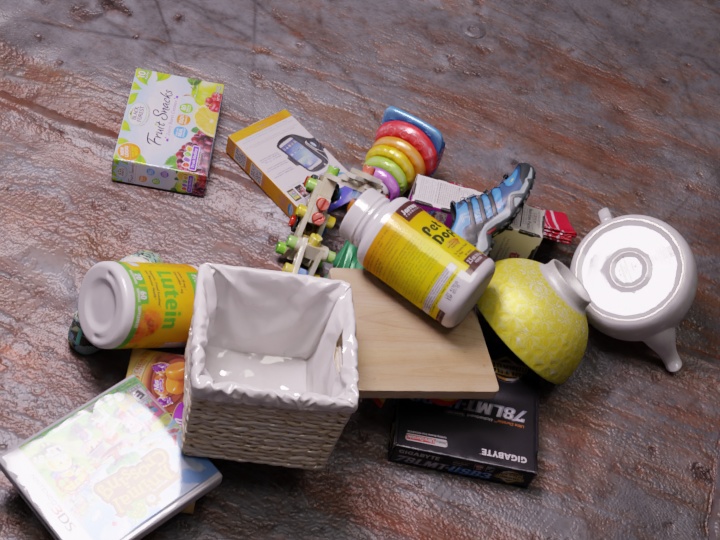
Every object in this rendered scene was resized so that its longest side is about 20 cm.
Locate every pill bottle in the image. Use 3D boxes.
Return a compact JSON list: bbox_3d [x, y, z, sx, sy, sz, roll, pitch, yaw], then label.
[{"bbox_3d":[0.072,-0.022,1.616,0.200,0.109,0.109,36,52,12],"label":"pill bottle"},{"bbox_3d":[-0.257,0.046,1.594,0.200,0.111,0.111,2,46,-47],"label":"pill bottle"}]

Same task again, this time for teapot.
[{"bbox_3d":[0.409,0.019,1.808,0.197,0.146,0.200,20,81,28],"label":"teapot"}]

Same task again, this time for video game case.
[{"bbox_3d":[-0.297,0.237,1.449,0.200,0.022,0.182,-32,65,-32],"label":"video game case"}]

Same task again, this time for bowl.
[{"bbox_3d":[0.256,0.048,1.698,0.200,0.108,0.200,40,19,-17],"label":"bowl"}]

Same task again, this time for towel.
[{"bbox_3d":[0.231,-0.093,1.881,0.199,0.023,0.145,16,16,-2],"label":"towel"}]

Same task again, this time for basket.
[{"bbox_3d":[-0.118,0.120,1.483,0.199,0.161,0.199,9,46,-14],"label":"basket"}]

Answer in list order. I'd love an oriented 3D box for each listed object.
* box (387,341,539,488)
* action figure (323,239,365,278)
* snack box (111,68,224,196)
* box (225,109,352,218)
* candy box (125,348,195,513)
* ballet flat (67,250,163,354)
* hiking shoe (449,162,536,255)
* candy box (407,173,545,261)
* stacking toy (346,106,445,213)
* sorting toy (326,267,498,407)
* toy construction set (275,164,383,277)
[{"bbox_3d":[0.143,0.184,1.664,0.199,0.050,0.199,12,49,-4],"label":"box"},{"bbox_3d":[0.000,0.000,1.767,0.118,0.055,0.200,15,54,-2],"label":"action figure"},{"bbox_3d":[-0.293,-0.214,1.864,0.142,0.053,0.200,9,50,-6],"label":"snack box"},{"bbox_3d":[-0.101,-0.155,1.878,0.119,0.042,0.200,-30,67,-32],"label":"box"},{"bbox_3d":[-0.251,0.200,1.539,0.116,0.057,0.200,10,49,-6],"label":"candy box"},{"bbox_3d":[-0.324,0.029,1.650,0.074,0.074,0.200,24,50,5],"label":"ballet flat"},{"bbox_3d":[0.171,-0.085,1.696,0.087,0.074,0.200,36,69,5],"label":"hiking shoe"},{"bbox_3d":[0.158,-0.054,1.801,0.199,0.137,0.061,17,51,-2],"label":"candy box"},{"bbox_3d":[0.037,-0.144,1.859,0.110,0.116,0.200,30,54,10],"label":"stacking toy"},{"bbox_3d":[0.060,0.098,1.630,0.199,0.070,0.199,3,49,-20],"label":"sorting toy"},{"bbox_3d":[-0.054,-0.077,1.748,0.092,0.131,0.200,36,92,-14],"label":"toy construction set"}]
